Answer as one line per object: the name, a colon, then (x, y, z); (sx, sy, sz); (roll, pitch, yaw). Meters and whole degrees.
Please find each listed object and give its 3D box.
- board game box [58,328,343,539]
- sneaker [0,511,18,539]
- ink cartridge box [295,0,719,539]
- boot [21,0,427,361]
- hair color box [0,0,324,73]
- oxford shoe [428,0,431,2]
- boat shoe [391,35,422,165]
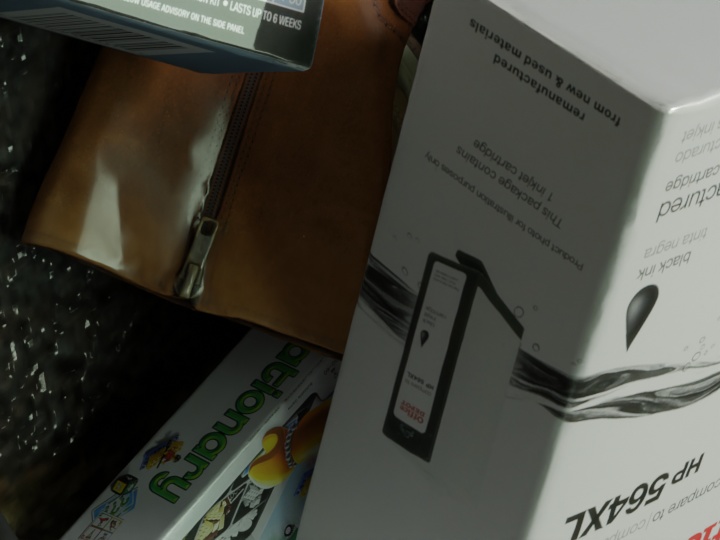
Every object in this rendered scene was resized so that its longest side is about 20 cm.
board game box: (-0.042, 0.106, 0.833); (0.200, 0.035, 0.126); (-48, 138, -20)
sneaker: (-0.155, 0.117, 0.679); (0.200, 0.070, 0.078); (-20, 89, -46)
ink cartridge box: (0.075, 0.003, 0.785); (0.146, 0.084, 0.200); (-22, 137, -41)
boot: (0.017, -0.072, 0.798); (0.068, 0.188, 0.201); (156, -51, -75)
hair color box: (-0.050, -0.161, 0.730); (0.099, 0.061, 0.201); (13, 85, -35)
oxford shoe: (0.065, -0.154, 0.922); (0.071, 0.072, 0.200); (54, 50, -20)
boat shoe: (0.000, 0.000, 0.884); (0.076, 0.072, 0.200); (-37, 125, -23)
